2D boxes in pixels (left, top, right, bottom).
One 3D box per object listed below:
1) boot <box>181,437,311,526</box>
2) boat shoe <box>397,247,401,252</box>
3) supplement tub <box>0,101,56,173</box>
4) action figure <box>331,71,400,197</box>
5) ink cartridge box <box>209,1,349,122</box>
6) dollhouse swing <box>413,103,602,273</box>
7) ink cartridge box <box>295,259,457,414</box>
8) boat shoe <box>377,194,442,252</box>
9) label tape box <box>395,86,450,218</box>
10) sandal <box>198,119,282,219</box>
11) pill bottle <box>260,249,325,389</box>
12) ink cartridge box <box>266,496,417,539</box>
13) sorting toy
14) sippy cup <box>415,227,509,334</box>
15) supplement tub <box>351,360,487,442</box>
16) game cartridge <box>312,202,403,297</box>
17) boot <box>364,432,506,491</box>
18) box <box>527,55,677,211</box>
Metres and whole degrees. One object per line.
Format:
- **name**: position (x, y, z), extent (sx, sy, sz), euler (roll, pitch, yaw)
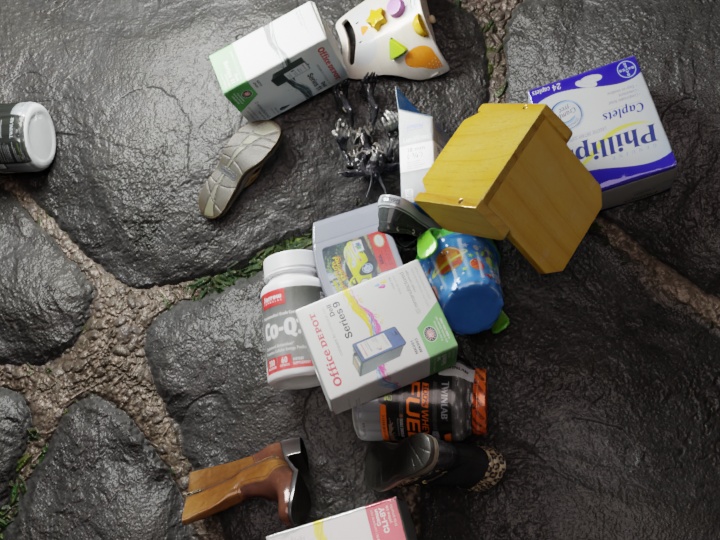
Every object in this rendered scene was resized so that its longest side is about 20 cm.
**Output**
- **boot**: position (-0.177, 0.334, 1.350), extent (0.197, 0.069, 0.189), euler (-18, 31, 3)
- **boat shoe**: position (0.015, 0.005, 1.462), extent (0.070, 0.070, 0.204), euler (12, 70, 15)
- **supplement tub**: position (-0.661, -0.235, 1.621), extent (0.196, 0.123, 0.125), euler (-1, 73, 10)
- **action figure**: position (0.007, -0.230, 1.513), extent (0.117, 0.102, 0.203), euler (-12, 70, -6)
- **ink cartridge box**: position (-0.133, -0.348, 1.538), extent (0.198, 0.147, 0.084), euler (-26, 70, 9)
- **dollhouse swing**: position (0.226, -0.114, 1.346), extent (0.180, 0.176, 0.201), euler (12, 61, 49)
- **ink cartridge box**: position (0.023, 0.096, 1.298), extent (0.197, 0.088, 0.147), euler (-22, 68, -4)
- **boat shoe**: position (0.073, -0.061, 1.400), extent (0.068, 0.200, 0.058), euler (6, 78, 27)
- **label tape box**: position (0.114, -0.182, 1.451), extent (0.062, 0.144, 0.204), euler (-9, 72, 23)
- **sandal**: position (-0.204, -0.172, 1.562), extent (0.081, 0.054, 0.201), euler (36, 97, 24)
- **pill bottle**: position (-0.100, 0.078, 1.433), extent (0.112, 0.114, 0.203), euler (-10, 72, 7)
- **ink cartridge box**: position (-0.023, 0.397, 1.308), extent (0.197, 0.145, 0.085), euler (-18, 72, 4)
- **sorting toy**: position (0.041, -0.421, 1.579), extent (0.178, 0.106, 0.203), euler (-19, 70, 24)
- **sippy cup**: position (0.157, 0.023, 1.363), extent (0.175, 0.141, 0.131), euler (9, 32, -13)
- **supplement tub**: position (0.091, 0.196, 1.360), extent (0.196, 0.123, 0.125), euler (-1, 73, 10)
- **game cartridge**: position (0.000, 0.000, 1.405), extent (0.131, 0.041, 0.202), euler (-19, 68, -4)
- **boot**: position (0.106, 0.291, 1.338), extent (0.149, 0.200, 0.074), euler (14, 61, -25)
- **box**: position (0.380, -0.207, 1.437), extent (0.181, 0.105, 0.203), euler (-17, 72, 5)
